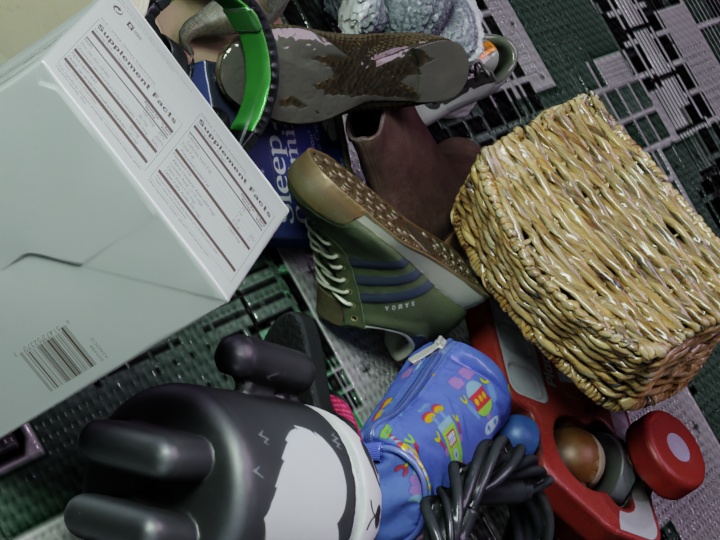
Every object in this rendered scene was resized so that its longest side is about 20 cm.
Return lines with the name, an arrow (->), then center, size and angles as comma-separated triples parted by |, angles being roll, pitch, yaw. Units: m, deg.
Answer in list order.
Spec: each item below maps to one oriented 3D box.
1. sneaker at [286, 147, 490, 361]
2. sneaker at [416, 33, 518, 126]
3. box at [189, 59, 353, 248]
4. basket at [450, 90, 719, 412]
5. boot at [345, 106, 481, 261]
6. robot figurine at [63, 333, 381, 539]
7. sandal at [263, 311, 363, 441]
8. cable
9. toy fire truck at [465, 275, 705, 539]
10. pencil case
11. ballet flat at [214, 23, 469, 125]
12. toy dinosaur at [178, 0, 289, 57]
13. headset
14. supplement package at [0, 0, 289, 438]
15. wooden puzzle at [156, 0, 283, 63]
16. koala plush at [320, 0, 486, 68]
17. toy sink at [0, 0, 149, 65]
sneaker -> 0.000, 0.000, 1.693 | 0.200, 0.090, 0.067 | 35, 16, -44
sneaker -> 0.059, -0.153, 1.954 | 0.074, 0.079, 0.200 | 62, 29, 1
box -> -0.068, -0.076, 1.692 | 0.200, 0.032, 0.121 | -1, 79, -58
basket -> 0.151, 0.006, 1.761 | 0.143, 0.149, 0.200 | -32, 74, -28
boot -> 0.046, -0.085, 1.816 | 0.200, 0.072, 0.167 | -70, 149, -51
robot figurine -> -0.073, 0.128, 1.412 | 0.200, 0.150, 0.125 | 14, 36, -53
sandal -> -0.023, 0.111, 1.564 | 0.045, 0.075, 0.200 | 19, 43, -30
cable -> 0.072, 0.185, 1.609 | 0.200, 0.051, 0.163 | -52, 139, -47
toy fire truck -> 0.148, 0.108, 1.820 | 0.168, 0.112, 0.200 | 22, 44, -38
pencil case -> 0.038, 0.110, 1.663 | 0.200, 0.078, 0.087 | -45, 125, -62
ballet flat -> -0.016, -0.136, 1.691 | 0.200, 0.046, 0.068 | -7, 106, -35
toy dinosaur -> -0.075, -0.214, 1.725 | 0.102, 0.077, 0.200 | 38, 35, -28
headset -> -0.116, -0.096, 1.551 | 0.200, 0.094, 0.124 | -51, 127, -26
supplement package -> -0.170, -0.023, 1.321 | 0.156, 0.200, 0.111 | 53, 29, -13
wooden puzzle -> -0.114, -0.183, 1.752 | 0.185, 0.037, 0.200 | 2, 67, -58
koala plush -> 0.018, -0.248, 1.881 | 0.177, 0.184, 0.200 | 21, 51, -49
toy sink -> -0.223, -0.232, 1.531 | 0.200, 0.112, 0.131 | 43, 31, -28
